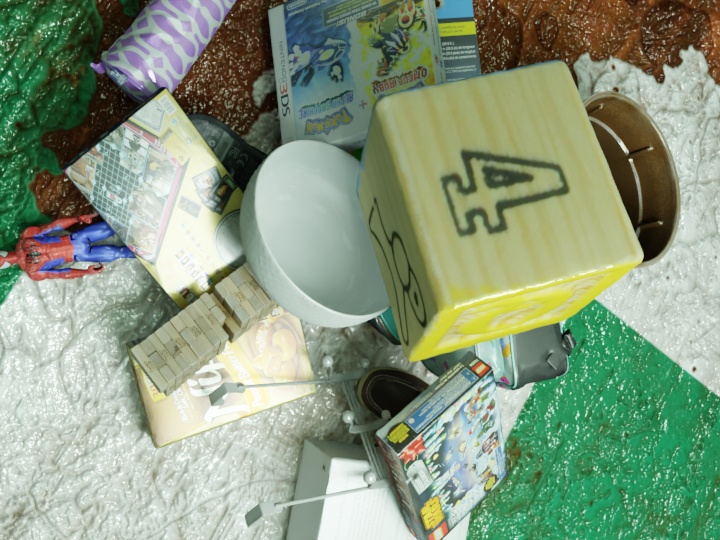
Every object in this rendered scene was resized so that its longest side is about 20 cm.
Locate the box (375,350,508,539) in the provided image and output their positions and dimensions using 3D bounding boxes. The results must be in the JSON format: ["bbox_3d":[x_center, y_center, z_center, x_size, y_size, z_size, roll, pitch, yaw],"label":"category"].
[{"bbox_3d":[0.096,0.201,0.842,0.136,0.040,0.202,-37,136,-19],"label":"box"}]

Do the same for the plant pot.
[{"bbox_3d":[0.253,-0.087,0.960,0.196,0.197,0.206,7,76,-31],"label":"plant pot"}]

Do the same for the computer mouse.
[{"bbox_3d":[-0.148,-0.101,0.899,0.199,0.053,0.140,37,85,-27],"label":"computer mouse"}]

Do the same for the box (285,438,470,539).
[{"bbox_3d":[0.022,0.301,0.946,0.196,0.106,0.156,13,87,-21],"label":"box"}]

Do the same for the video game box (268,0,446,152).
[{"bbox_3d":[-0.006,-0.232,0.864,0.047,0.196,0.187,10,69,-63],"label":"video game box"}]

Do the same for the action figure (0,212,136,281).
[{"bbox_3d":[-0.296,-0.029,0.843,0.195,0.052,0.067,-12,100,-18],"label":"action figure"}]

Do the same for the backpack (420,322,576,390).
[{"bbox_3d":[0.143,0.053,0.937,0.150,0.200,0.181,-10,91,-17],"label":"backpack"}]

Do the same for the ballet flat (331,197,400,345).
[{"bbox_3d":[0.000,0.000,0.950,0.072,0.073,0.204,-28,101,-18],"label":"ballet flat"}]

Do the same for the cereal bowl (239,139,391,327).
[{"bbox_3d":[-0.047,-0.030,0.829,0.197,0.083,0.204,20,55,-31],"label":"cereal bowl"}]

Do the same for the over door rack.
[{"bbox_3d":[-0.047,0.175,0.838,0.196,0.067,0.150,-5,58,-33],"label":"over door rack"}]

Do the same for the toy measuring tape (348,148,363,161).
[{"bbox_3d":[-0.012,-0.192,0.923,0.072,0.074,0.204,12,105,-21],"label":"toy measuring tape"}]

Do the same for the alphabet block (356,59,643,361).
[{"bbox_3d":[0.117,-0.050,0.745,0.192,0.196,0.204,-14,74,-9],"label":"alphabet block"}]

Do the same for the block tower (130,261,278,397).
[{"bbox_3d":[-0.153,0.053,0.841,0.199,0.058,0.054,-39,81,-27],"label":"block tower"}]

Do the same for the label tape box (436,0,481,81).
[{"bbox_3d":[0.077,-0.246,0.972,0.141,0.063,0.205,-10,96,-21],"label":"label tape box"}]

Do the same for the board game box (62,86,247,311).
[{"bbox_3d":[-0.200,-0.071,0.832,0.135,0.034,0.202,-40,115,-11],"label":"board game box"}]

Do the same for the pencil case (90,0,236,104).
[{"bbox_3d":[-0.206,-0.273,0.855,0.085,0.084,0.202,33,78,5],"label":"pencil case"}]

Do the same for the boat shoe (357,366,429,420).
[{"bbox_3d":[0.088,0.184,0.987,0.198,0.072,0.073,33,80,-19],"label":"boat shoe"}]

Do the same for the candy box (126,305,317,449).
[{"bbox_3d":[-0.158,0.113,0.896,0.196,0.055,0.118,-16,96,-22],"label":"candy box"}]
